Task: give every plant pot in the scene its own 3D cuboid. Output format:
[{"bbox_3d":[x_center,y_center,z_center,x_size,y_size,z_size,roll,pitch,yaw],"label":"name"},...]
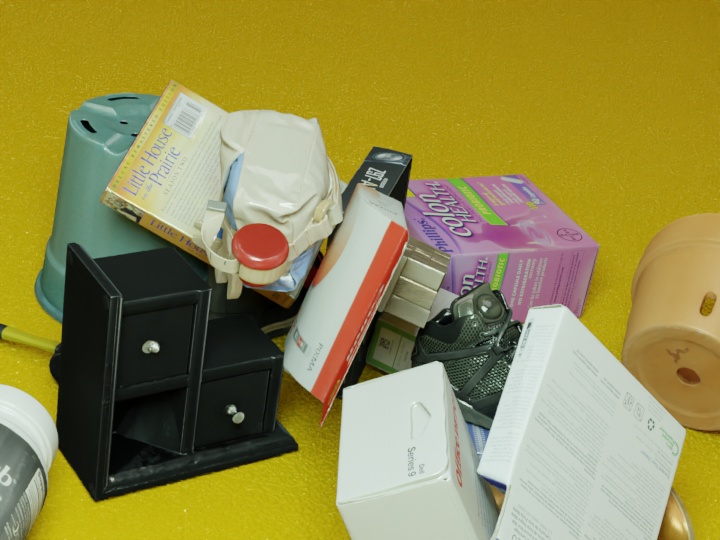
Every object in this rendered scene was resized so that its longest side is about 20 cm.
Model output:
[{"bbox_3d":[0.349,0.064,1.389,0.200,0.200,0.140,22,48,21],"label":"plant pot"},{"bbox_3d":[-0.226,-0.063,1.416,0.200,0.197,0.200,7,28,-4],"label":"plant pot"}]

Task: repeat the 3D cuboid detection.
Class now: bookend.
[{"bbox_3d":[-0.147,0.072,1.192,0.200,0.199,0.092,-9,33,-33],"label":"bookend"}]

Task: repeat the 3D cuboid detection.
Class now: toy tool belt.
[{"bbox_3d":[-0.080,-0.036,1.190,0.124,0.123,0.200,9,45,-4],"label":"toy tool belt"}]

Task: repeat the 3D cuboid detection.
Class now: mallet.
[{"bbox_3d":[-0.327,0.058,1.338,0.200,0.041,0.066,18,29,24],"label":"mallet"}]

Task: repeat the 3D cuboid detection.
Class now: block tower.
[{"bbox_3d":[0.047,0.007,1.273,0.058,0.054,0.200,24,7,4],"label":"block tower"}]

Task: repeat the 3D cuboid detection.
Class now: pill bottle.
[{"bbox_3d":[-0.302,0.176,1.043,0.116,0.117,0.200,11,29,2],"label":"pill bottle"}]

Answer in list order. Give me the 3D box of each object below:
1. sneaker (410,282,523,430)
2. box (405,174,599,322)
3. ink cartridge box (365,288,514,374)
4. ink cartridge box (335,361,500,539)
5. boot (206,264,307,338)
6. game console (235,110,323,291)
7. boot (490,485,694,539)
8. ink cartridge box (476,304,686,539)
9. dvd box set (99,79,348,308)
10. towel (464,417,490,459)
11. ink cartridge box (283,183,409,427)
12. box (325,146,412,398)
[{"bbox_3d":[0.134,0.081,1.205,0.199,0.115,0.076,16,27,27],"label":"sneaker"},{"bbox_3d":[0.130,-0.024,1.557,0.199,0.097,0.176,-5,32,-23],"label":"box"},{"bbox_3d":[0.118,0.088,1.383,0.200,0.059,0.104,24,31,16],"label":"ink cartridge box"},{"bbox_3d":[0.055,0.191,1.025,0.087,0.200,0.145,-15,28,9],"label":"ink cartridge box"},{"bbox_3d":[-0.098,-0.003,1.406,0.077,0.139,0.200,17,28,14],"label":"boot"},{"bbox_3d":[-0.079,-0.057,1.436,0.031,0.177,0.200,-27,70,2],"label":"game console"},{"bbox_3d":[0.178,0.200,1.208,0.144,0.071,0.201,-11,30,-23],"label":"boot"},{"bbox_3d":[0.169,0.162,1.079,0.041,0.200,0.200,-8,49,43],"label":"ink cartridge box"},{"bbox_3d":[-0.123,-0.072,1.303,0.200,0.029,0.147,30,55,-10],"label":"dvd box set"},{"bbox_3d":[0.150,0.139,1.240,0.199,0.024,0.145,1,22,-3],"label":"towel"},{"bbox_3d":[-0.016,0.023,1.133,0.050,0.163,0.200,25,10,-3],"label":"ink cartridge box"},{"bbox_3d":[0.000,0.000,1.365,0.043,0.200,0.160,13,28,9],"label":"box"}]
